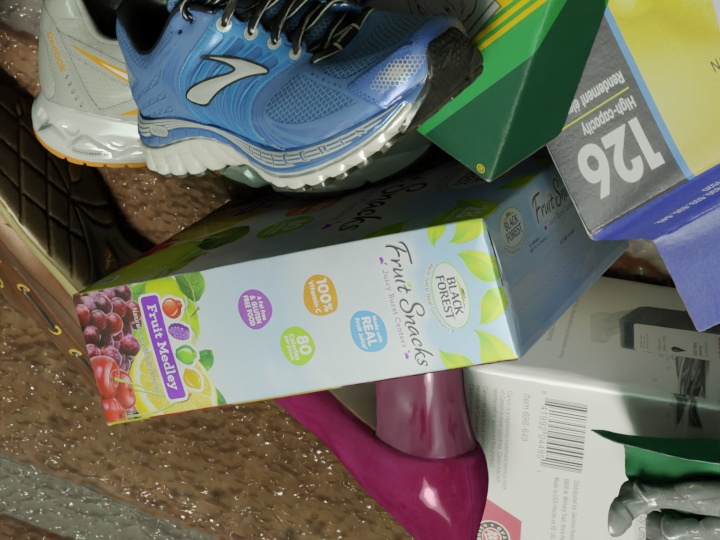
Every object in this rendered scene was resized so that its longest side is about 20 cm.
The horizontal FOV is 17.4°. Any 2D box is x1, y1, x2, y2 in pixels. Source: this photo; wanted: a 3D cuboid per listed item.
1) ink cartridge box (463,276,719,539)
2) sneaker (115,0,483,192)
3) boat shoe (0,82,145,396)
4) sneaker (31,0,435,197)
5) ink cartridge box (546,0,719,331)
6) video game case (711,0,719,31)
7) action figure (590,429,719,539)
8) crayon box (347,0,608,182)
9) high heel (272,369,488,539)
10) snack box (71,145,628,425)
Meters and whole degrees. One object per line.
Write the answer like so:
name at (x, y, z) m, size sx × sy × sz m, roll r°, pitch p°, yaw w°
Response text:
ink cartridge box at (0.145, 0.086, 1.126) m, size 0.198 × 0.085 × 0.146 m, roll 10°, pitch 131°, yaw 12°
sneaker at (-0.036, -0.087, 0.928) m, size 0.199 × 0.078 × 0.090 m, roll 2°, pitch 123°, yaw 48°
boat shoe at (-0.155, -0.007, 1.158) m, size 0.067 × 0.072 × 0.200 m, roll -21°, pitch 121°, yaw 29°
sneaker at (-0.057, -0.092, 1.060) m, size 0.198 × 0.076 × 0.093 m, roll 5°, pitch 121°, yaw 10°
ink cartridge box at (0.139, -0.090, 0.923) m, size 0.197 × 0.047 × 0.201 m, roll -32°, pitch 80°, yaw 52°
video game case at (0.196, -0.118, 0.833) m, size 0.181 × 0.201 × 0.023 m, roll -7°, pitch 166°, yaw -28°
action figure at (0.208, 0.107, 1.010) m, size 0.199 × 0.055 × 0.118 m, roll -5°, pitch 147°, yaw 32°
crayon box at (0.013, -0.163, 0.936) m, size 0.200 × 0.058 × 0.173 m, roll 37°, pitch 136°, yaw 21°
high heel at (-0.010, 0.078, 1.121) m, size 0.200 × 0.067 × 0.097 m, roll 12°, pitch 110°, yaw 62°
snack box at (0.000, 0.000, 1.045) m, size 0.199 × 0.169 × 0.068 m, roll -9°, pitch 103°, yaw 24°
